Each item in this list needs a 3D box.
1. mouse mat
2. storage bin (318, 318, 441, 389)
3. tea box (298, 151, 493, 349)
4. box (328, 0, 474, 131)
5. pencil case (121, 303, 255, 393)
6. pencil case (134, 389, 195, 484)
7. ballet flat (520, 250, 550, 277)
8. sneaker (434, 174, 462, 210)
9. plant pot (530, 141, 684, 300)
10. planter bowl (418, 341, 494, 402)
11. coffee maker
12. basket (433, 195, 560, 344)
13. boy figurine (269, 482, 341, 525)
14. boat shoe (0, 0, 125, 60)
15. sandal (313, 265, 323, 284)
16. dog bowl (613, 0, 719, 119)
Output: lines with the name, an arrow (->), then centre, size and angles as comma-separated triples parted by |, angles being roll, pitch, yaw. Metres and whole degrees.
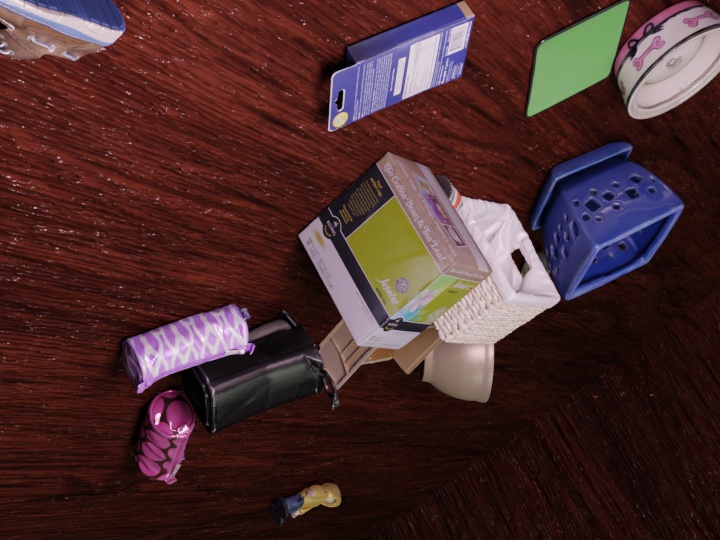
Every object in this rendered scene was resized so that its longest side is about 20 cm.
mouse mat -> 0.315, -0.307, 1.648 | 0.159, 0.008, 0.201 | -27, 158, -9
storage bin -> 0.048, 0.124, 2.090 | 0.198, 0.095, 0.199 | -7, 148, -45
tea box -> 0.050, -0.025, 1.642 | 0.196, 0.202, 0.133 | -40, 155, 23
box -> 0.043, -0.250, 1.387 | 0.198, 0.033, 0.122 | -26, 157, -17
pencil case -> -0.260, 0.117, 1.699 | 0.197, 0.086, 0.084 | -18, 156, -26
pencil case -> -0.336, 0.291, 1.953 | 0.090, 0.095, 0.201 | -18, 154, -27
ballet flat -> 0.354, 0.029, 2.320 | 0.067, 0.063, 0.201 | -26, 157, -9
sneaker -> 0.081, -0.063, 1.772 | 0.199, 0.071, 0.093 | -40, 150, 14
plant pot -> 0.417, -0.097, 1.985 | 0.197, 0.182, 0.201 | -23, 157, -18
planter bowl -> 0.184, 0.160, 2.244 | 0.132, 0.204, 0.201 | 1, 152, -5
coffee maker -> -0.168, 0.168, 1.791 | 0.197, 0.191, 0.137 | -20, 112, -26
basket -> 0.203, 0.005, 1.911 | 0.160, 0.201, 0.199 | -37, 158, 27
boy figurine -> -0.136, 0.591, 2.869 | 0.198, 0.065, 0.125 | -5, 144, -41
boat shoe -> -0.291, -0.220, 0.977 | 0.072, 0.073, 0.199 | -38, 157, 21
sandal -> 0.000, 0.000, 1.812 | 0.197, 0.076, 0.045 | -1, 152, -38
dog bowl -> 0.474, -0.326, 1.722 | 0.198, 0.074, 0.201 | -26, 158, -11
